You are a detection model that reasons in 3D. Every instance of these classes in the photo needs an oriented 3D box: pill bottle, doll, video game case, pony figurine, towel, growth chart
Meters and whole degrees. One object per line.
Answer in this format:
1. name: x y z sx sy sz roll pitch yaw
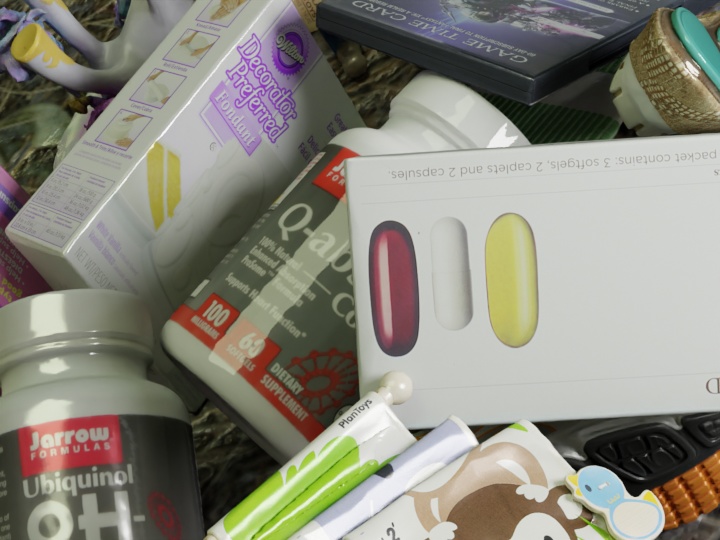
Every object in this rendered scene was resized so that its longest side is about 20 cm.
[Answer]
1. pill bottle: -0.131 0.117 0.796 0.110 0.111 0.202 -15 71 19
2. doll: -0.035 -0.183 1.053 0.048 0.137 0.200 -35 10 7
3. video game case: 0.092 -0.148 0.915 0.142 0.019 0.199 24 38 32
4. pony figurine: -0.140 -0.125 1.043 0.166 0.200 0.194 32 88 38
5. pill bottle: 0.000 0.000 0.862 0.200 0.116 0.116 -49 44 -10
6. towel: 0.102 -0.112 0.981 0.152 0.023 0.201 14 59 39
7. growth chart: 0.052 0.113 0.588 0.199 0.018 0.145 31 52 20

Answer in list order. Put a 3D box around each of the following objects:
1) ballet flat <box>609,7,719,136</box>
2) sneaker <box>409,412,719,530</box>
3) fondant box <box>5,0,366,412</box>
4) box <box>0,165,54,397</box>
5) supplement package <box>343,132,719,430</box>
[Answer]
1. ballet flat: 0.163 -0.093 0.837 0.065 0.200 0.071 -32 83 23
2. sneaker: 0.086 0.079 0.780 0.198 0.076 0.093 -18 40 15
3. fondant box: -0.087 -0.044 0.943 0.058 0.145 0.201 16 62 41
4. box: -0.219 0.058 0.904 0.096 0.176 0.201 -18 44 23
5. supplement package: 0.096 -0.001 0.722 0.198 0.112 0.156 -4 4 2
